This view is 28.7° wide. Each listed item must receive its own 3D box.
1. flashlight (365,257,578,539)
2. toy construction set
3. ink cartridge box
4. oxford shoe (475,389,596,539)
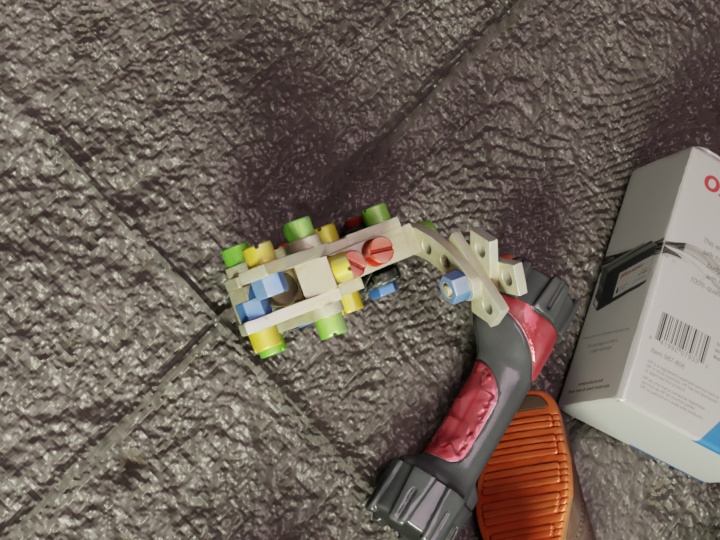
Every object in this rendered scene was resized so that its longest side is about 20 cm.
[{"bbox_3d":[0.073,0.087,0.943,0.200,0.068,0.068,-56,142,-19],"label":"flashlight"},{"bbox_3d":[0.000,0.000,0.886,0.199,0.131,0.093,-5,82,-26],"label":"toy construction set"},{"bbox_3d":[0.247,0.034,1.020,0.144,0.084,0.201,27,71,-18],"label":"ink cartridge box"},{"bbox_3d":[0.127,0.183,0.958,0.073,0.071,0.201,19,66,-51],"label":"oxford shoe"}]
